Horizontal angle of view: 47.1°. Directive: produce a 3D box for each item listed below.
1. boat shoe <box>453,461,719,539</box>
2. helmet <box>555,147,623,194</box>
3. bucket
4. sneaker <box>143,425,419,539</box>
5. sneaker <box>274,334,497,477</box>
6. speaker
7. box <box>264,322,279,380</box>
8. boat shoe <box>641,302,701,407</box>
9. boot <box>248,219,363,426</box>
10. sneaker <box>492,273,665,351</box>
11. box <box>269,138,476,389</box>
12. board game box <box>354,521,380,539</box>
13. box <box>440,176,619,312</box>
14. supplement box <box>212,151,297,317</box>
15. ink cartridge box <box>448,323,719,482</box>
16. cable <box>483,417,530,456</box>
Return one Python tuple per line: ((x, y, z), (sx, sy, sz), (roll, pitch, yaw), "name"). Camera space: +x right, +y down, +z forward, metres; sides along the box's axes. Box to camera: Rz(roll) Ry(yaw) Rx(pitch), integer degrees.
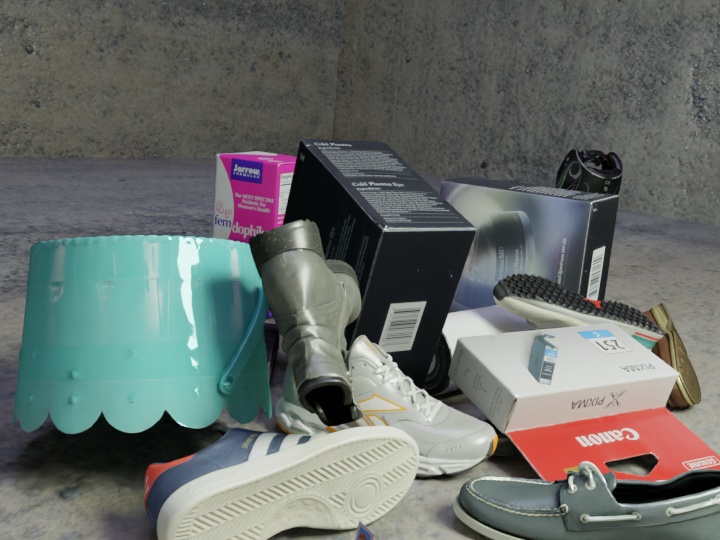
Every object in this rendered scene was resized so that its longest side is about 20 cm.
((0.166, 0.159, 0.582), (0.197, 0.063, 0.073), (6, 15, 7), "boat shoe")
((0.670, -0.255, 2.443), (0.198, 0.192, 0.201), (8, 47, -9), "helmet")
((-0.166, 0.050, 0.648), (0.204, 0.137, 0.207), (0, -5, 0), "bucket")
((-0.053, 0.136, 0.567), (0.198, 0.076, 0.084), (-2, 16, -35), "sneaker")
((0.019, 0.106, 0.693), (0.198, 0.093, 0.076), (11, 12, 19), "sneaker")
((0.136, 0.080, 0.896), (0.199, 0.082, 0.081), (-7, 17, -42), "speaker")
((-0.186, 0.081, 0.860), (0.197, 0.037, 0.143), (6, 12, -4), "box")
((0.338, 0.104, 0.941), (0.067, 0.072, 0.200), (-26, 12, 18), "boat shoe")
((-0.029, 0.055, 0.613), (0.067, 0.132, 0.200), (-17, -18, 5), "boot")
((0.221, 0.072, 0.872), (0.198, 0.094, 0.070), (15, 20, -18), "sneaker")
((0.000, 0.000, 0.811), (0.103, 0.202, 0.182), (-3, 34, -30), "box")
((-0.009, 0.186, 0.431), (0.157, 0.039, 0.199), (-3, 14, -35), "board game box")
((0.200, -0.006, 1.043), (0.197, 0.202, 0.123), (12, 14, 32), "box")
((-0.130, -0.052, 1.101), (0.100, 0.202, 0.103), (11, 13, 25), "supplement box")
((0.205, 0.116, 0.729), (0.198, 0.045, 0.176), (-3, 30, -29), "ink cartridge box")
((0.158, 0.120, 0.786), (0.096, 0.051, 0.199), (16, 14, 38), "cable")
